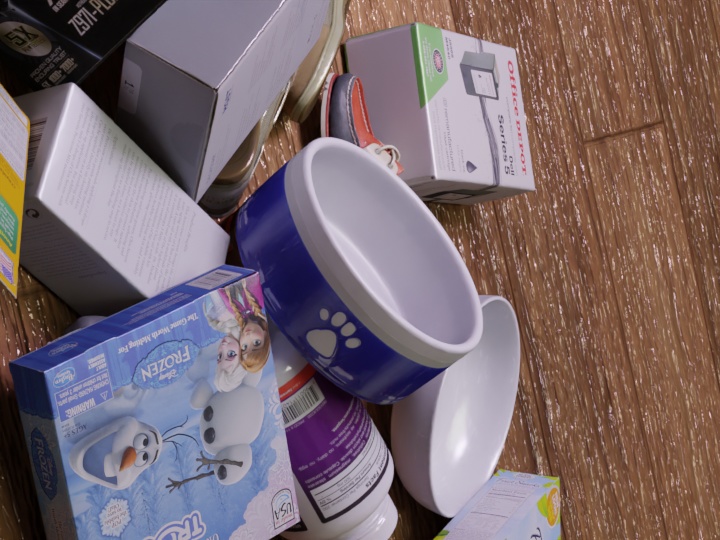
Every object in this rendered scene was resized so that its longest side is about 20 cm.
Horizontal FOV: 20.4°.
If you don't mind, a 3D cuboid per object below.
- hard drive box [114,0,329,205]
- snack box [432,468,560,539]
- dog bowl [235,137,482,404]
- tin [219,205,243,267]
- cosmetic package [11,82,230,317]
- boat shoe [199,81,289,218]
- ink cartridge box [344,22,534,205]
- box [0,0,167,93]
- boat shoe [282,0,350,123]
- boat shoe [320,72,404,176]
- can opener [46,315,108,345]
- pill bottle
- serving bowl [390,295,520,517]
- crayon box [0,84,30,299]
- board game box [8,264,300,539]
[{"bbox_3d":[-0.095,-0.170,1.475,0.200,0.077,0.156,-57,173,-33],"label":"hard drive box"},{"bbox_3d":[0.118,0.296,1.791,0.200,0.067,0.170,-39,129,-57],"label":"snack box"},{"bbox_3d":[0.000,0.000,1.531,0.200,0.079,0.201,41,25,-24],"label":"dog bowl"},{"bbox_3d":[-0.028,0.009,1.629,0.199,0.042,0.112,26,43,-25],"label":"tin"},{"bbox_3d":[-0.182,-0.031,1.425,0.200,0.071,0.102,46,44,-42],"label":"cosmetic package"},{"bbox_3d":[-0.096,-0.137,1.598,0.063,0.073,0.202,98,1,-55],"label":"boat shoe"},{"bbox_3d":[0.077,-0.143,1.873,0.200,0.084,0.147,1,80,-59],"label":"ink cartridge box"},{"bbox_3d":[-0.159,-0.232,1.386,0.086,0.200,0.164,43,43,-13],"label":"box"},{"bbox_3d":[-0.046,-0.215,1.723,0.063,0.073,0.202,19,60,-8],"label":"boat shoe"},{"bbox_3d":[0.011,-0.077,1.751,0.071,0.062,0.201,-27,108,-66],"label":"boat shoe"},{"bbox_3d":[-0.149,0.096,1.437,0.200,0.067,0.053,37,14,-45],"label":"can opener"},{"bbox_3d":[-0.046,0.132,1.562,0.201,0.112,0.113,62,35,-27],"label":"pill bottle"},{"bbox_3d":[0.076,0.116,1.787,0.200,0.065,0.201,-40,135,-55],"label":"serving bowl"},{"bbox_3d":[-0.266,-0.074,1.255,0.126,0.051,0.201,55,15,-34],"label":"crayon box"},{"bbox_3d":[-0.138,0.123,1.395,0.199,0.043,0.200,-26,116,-41],"label":"board game box"}]
